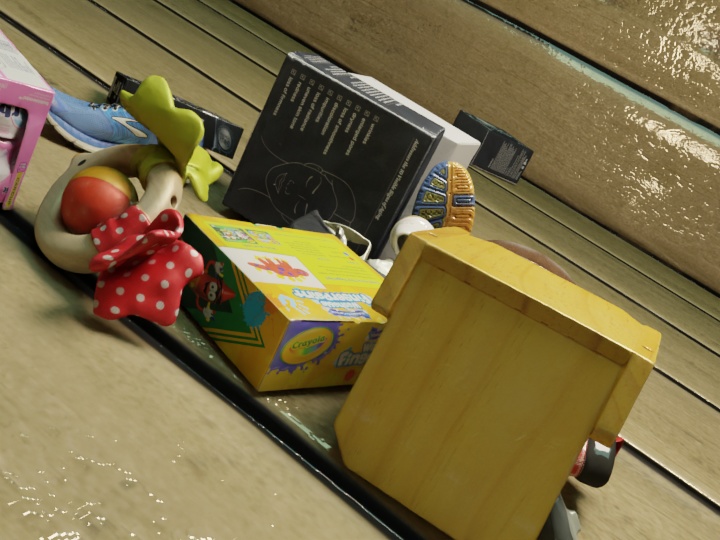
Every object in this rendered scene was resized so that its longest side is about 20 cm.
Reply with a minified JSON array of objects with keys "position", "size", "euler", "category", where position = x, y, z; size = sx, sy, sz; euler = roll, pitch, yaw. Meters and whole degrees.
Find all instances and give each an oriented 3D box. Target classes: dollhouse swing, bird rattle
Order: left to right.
[{"position":[-0.193,-0.046,0.653],"size":[0.160,0.203,0.113],"euler":[-4,-30,21],"category":"bird rattle"},{"position":[0.105,0.090,0.629],"size":[0.198,0.178,0.181],"euler":[28,15,19],"category":"dollhouse swing"}]

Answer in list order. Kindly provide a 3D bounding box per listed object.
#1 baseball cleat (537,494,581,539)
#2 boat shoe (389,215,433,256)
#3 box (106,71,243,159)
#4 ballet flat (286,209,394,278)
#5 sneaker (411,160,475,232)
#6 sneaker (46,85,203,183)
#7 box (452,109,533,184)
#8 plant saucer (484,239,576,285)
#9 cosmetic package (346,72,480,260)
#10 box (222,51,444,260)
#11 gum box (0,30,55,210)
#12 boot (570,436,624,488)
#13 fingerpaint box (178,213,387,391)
[{"position":[0.096,0.161,0.640],"size":[0.105,0.070,0.202],"euler":[-17,54,-14],"category":"baseball cleat"},{"position":[0.093,0.035,0.880],"size":[0.201,0.070,0.069],"euler":[53,19,-5],"category":"boat shoe"},{"position":[-0.256,-0.215,1.073],"size":[0.158,0.044,0.200],"euler":[20,8,-26],"category":"box"},{"position":[0.000,0.000,0.868],"size":[0.199,0.074,0.073],"euler":[39,20,20],"category":"ballet flat"},{"position":[0.094,-0.031,0.952],"size":[0.074,0.204,0.088],"euler":[5,12,1],"category":"sneaker"},{"position":[-0.277,-0.178,0.932],"size":[0.198,0.090,0.079],"euler":[18,19,-30],"category":"sneaker"},{"position":[0.401,-0.388,2.481],"size":[0.194,0.125,0.200],"euler":[16,22,-30],"category":"box"},{"position":[0.205,0.020,1.015],"size":[0.198,0.037,0.201],"euler":[27,-22,12],"category":"plant saucer"},{"position":[0.027,-0.139,1.105],"size":[0.198,0.202,0.123],"euler":[33,18,16],"category":"cosmetic package"},{"position":[-0.030,-0.127,0.963],"size":[0.195,0.202,0.124],"euler":[30,18,5],"category":"box"},{"position":[-0.350,-0.151,0.703],"size":[0.066,0.115,0.200],"euler":[7,27,-47],"category":"gum box"},{"position":[0.182,0.132,0.785],"size":[0.142,0.073,0.201],"euler":[16,27,-5],"category":"boot"},{"position":[-0.056,0.030,0.729],"size":[0.166,0.074,0.198],"euler":[40,21,34],"category":"fingerpaint box"}]
